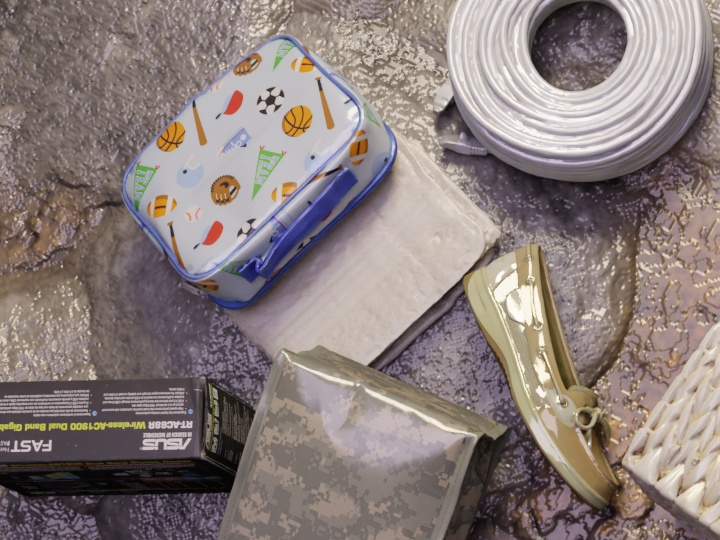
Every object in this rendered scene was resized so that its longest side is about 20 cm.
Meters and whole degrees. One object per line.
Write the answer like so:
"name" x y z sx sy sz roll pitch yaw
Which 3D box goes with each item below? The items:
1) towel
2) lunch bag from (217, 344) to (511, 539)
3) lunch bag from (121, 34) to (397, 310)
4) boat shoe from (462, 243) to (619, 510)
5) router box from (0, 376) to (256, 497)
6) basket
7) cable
"towel" 0.000 0.000 1.655 0.200 0.034 0.133 -42 69 3
"lunch bag" -0.006 0.175 1.564 0.164 0.118 0.200 22 95 16
"lunch bag" -0.077 -0.070 1.652 0.200 0.076 0.160 -45 52 3
"boat shoe" 0.142 0.076 1.579 0.063 0.073 0.201 -30 64 11
"router box" -0.184 0.124 1.611 0.200 0.150 0.062 -3 75 14
"basket" 0.272 0.129 1.466 0.123 0.200 0.136 34 87 24
"cable" 0.162 -0.165 1.632 0.200 0.069 0.200 18 82 18
